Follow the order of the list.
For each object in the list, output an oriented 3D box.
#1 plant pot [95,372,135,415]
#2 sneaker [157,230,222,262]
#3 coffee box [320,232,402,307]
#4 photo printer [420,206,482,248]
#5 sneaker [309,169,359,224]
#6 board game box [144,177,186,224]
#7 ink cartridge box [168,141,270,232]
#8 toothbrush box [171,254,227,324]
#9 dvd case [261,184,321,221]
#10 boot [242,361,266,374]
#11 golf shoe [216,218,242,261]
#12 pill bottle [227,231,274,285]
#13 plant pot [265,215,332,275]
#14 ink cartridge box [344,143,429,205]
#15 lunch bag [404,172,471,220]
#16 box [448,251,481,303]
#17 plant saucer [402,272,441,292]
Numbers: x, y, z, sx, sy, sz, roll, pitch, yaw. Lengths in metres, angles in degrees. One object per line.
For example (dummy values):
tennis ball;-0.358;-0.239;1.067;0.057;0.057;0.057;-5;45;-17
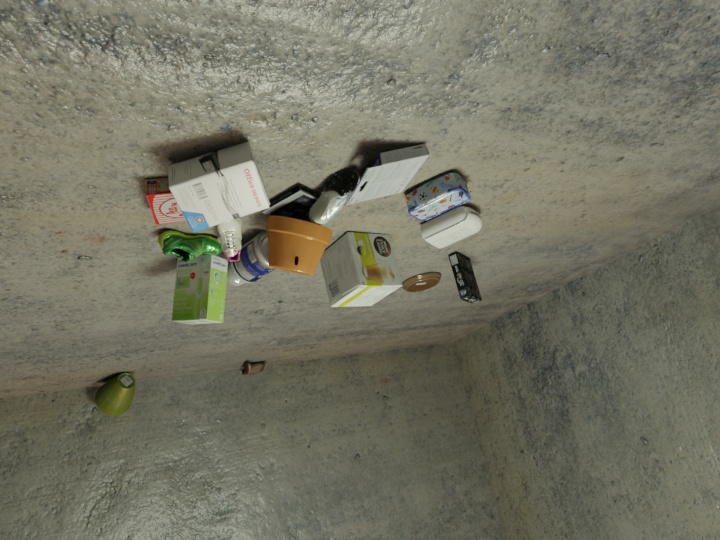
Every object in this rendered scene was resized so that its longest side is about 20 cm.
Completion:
plant pot;-1.267;0.629;2.883;0.185;0.189;0.200;6;138;-44
sneaker;-0.500;-0.061;1.614;0.198;0.085;0.074;6;153;-45
coffee box;0.000;0.000;1.953;0.195;0.204;0.199;1;156;-38
photo printer;0.331;-0.156;1.952;0.197;0.071;0.165;-25;158;26
sneaker;-0.068;-0.205;1.524;0.200;0.073;0.072;-44;163;30
board game box;-0.430;-0.182;1.388;0.195;0.047;0.152;-9;160;-15
ink cartridge box;-0.326;-0.194;1.280;0.196;0.085;0.146;-18;138;-4
toothbrush box;-0.505;0.061;1.726;0.143;0.205;0.086;-4;166;25
dvd case;-0.171;-0.183;1.600;0.148;0.025;0.199;-24;158;27
boot;-0.640;0.587;3.344;0.144;0.072;0.200;-11;163;-27
golf shoe;-0.376;-0.096;1.598;0.074;0.093;0.201;-9;159;-8
pill bottle;-0.345;-0.030;1.753;0.198;0.122;0.118;-27;157;35
plant pot;-0.189;-0.067;1.610;0.195;0.143;0.200;11;176;1
ink cartridge box;0.063;-0.258;1.486;0.196;0.044;0.197;-16;164;-26
lunch bag;0.245;-0.224;1.703;0.197;0.077;0.160;-21;162;22
box;0.451;0.032;2.355;0.043;0.204;0.159;-22;160;27
plant saucer;0.288;0.059;2.579;0.195;0.030;0.201;-12;160;-4
